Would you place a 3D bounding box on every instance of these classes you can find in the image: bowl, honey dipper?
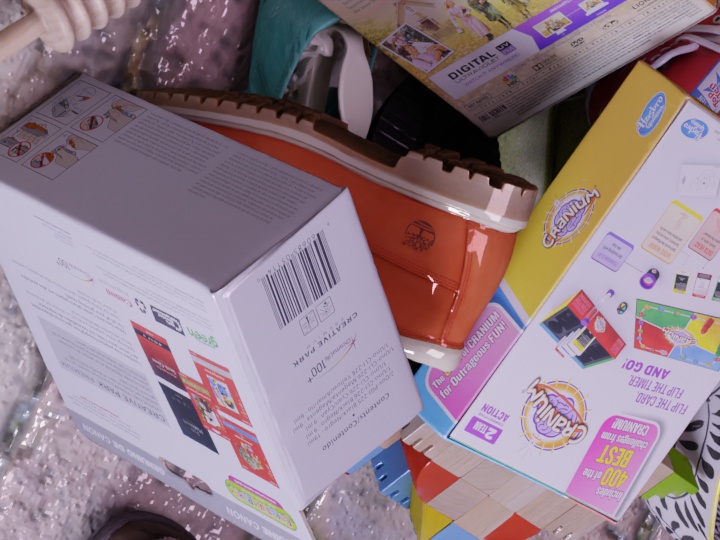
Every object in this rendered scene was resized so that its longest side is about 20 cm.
[{"bbox_3d":[0.211,0.077,1.710,0.201,0.094,0.201,-44,146,-41],"label":"bowl"},{"bbox_3d":[-0.185,-0.084,1.323,0.200,0.038,0.038,-37,130,-23],"label":"honey dipper"}]

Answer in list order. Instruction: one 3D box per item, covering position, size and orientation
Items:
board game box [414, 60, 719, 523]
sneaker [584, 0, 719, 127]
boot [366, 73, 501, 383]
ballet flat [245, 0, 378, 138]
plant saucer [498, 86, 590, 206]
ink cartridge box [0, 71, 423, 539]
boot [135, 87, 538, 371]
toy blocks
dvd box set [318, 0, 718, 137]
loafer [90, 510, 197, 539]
[{"bbox_3d":[0.131,0.014,1.435,0.153,0.040,0.200,29,99,-46],"label":"board game box"},{"bbox_3d":[0.198,-0.122,1.492,0.071,0.113,0.200,44,105,-11],"label":"sneaker"},{"bbox_3d":[0.000,0.000,1.519,0.077,0.138,0.201,29,50,-15],"label":"boot"},{"bbox_3d":[-0.032,-0.050,1.456,0.067,0.070,0.201,-1,110,-39],"label":"ballet flat"},{"bbox_3d":[0.136,-0.052,1.630,0.199,0.048,0.201,-17,119,-37],"label":"plant saucer"},{"bbox_3d":[-0.074,0.023,1.357,0.084,0.200,0.176,-39,131,-25],"label":"ink cartridge box"},{"bbox_3d":[-0.026,-0.023,1.388,0.075,0.199,0.108,-18,128,-72],"label":"boot"},{"bbox_3d":[0.068,0.099,1.585,0.137,0.100,0.200,-38,133,21],"label":"toy blocks"},{"bbox_3d":[0.050,-0.152,1.375,0.200,0.146,0.029,35,42,-32],"label":"dvd box set"},{"bbox_3d":[-0.075,0.190,1.526,0.073,0.071,0.200,-56,136,-8],"label":"loafer"}]
